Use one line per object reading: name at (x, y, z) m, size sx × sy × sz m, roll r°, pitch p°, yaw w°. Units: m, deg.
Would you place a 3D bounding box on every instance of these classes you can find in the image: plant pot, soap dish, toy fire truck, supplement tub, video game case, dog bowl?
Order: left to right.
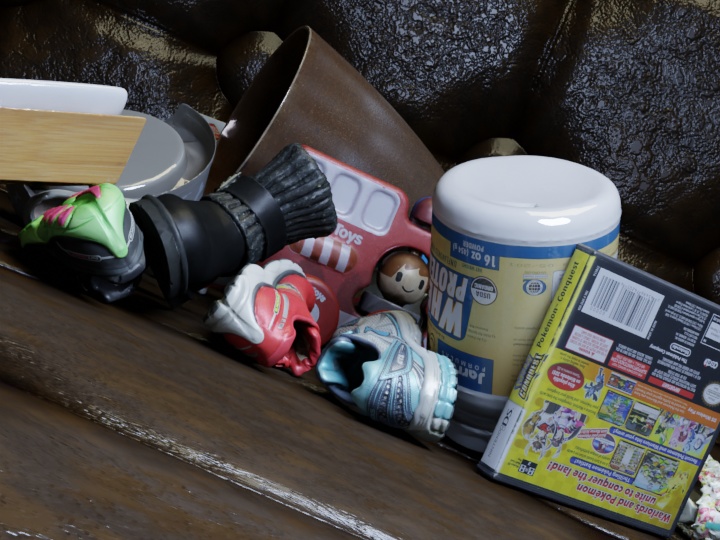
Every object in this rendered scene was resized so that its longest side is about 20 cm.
soap dish at (-0.290, -0.106, 1.526) m, size 0.199 × 0.082 × 0.157 m, roll 1°, pitch 1°, yaw -36°
dog bowl at (-0.229, -0.092, 1.762) m, size 0.198 × 0.059 × 0.201 m, roll 3°, pitch 34°, yaw -2°
plant pot at (-0.018, -0.094, 1.813) m, size 0.199 × 0.188 × 0.187 m, roll 31°, pitch 0°, yaw -16°
toy fire truck at (0.000, 0.000, 1.715) m, size 0.199 × 0.169 × 0.112 m, roll 23°, pitch 3°, yaw -12°
supplement tub at (0.123, 0.026, 1.502) m, size 0.143 × 0.202 × 0.145 m, roll 1°, pitch 22°, yaw 0°
video game case at (0.199, 0.094, 1.466) m, size 0.199 × 0.182 × 0.025 m, roll 21°, pitch 4°, yaw -36°

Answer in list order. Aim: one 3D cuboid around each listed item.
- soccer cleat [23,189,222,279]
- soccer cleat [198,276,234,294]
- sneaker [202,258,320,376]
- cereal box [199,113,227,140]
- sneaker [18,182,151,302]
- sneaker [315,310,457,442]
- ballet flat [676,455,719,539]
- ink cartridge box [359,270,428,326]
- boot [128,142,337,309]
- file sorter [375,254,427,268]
soccer cleat at (-0.183, -0.029, 1.628) m, size 0.198 × 0.070 × 0.078 m, roll 8°, pitch 0°, yaw -2°
soccer cleat at (-0.123, -0.015, 1.832) m, size 0.199 × 0.086 × 0.068 m, roll 22°, pitch 3°, yaw -35°
sneaker at (-0.065, 0.046, 1.531) m, size 0.085 × 0.077 × 0.200 m, roll 43°, pitch 10°, yaw 6°
cereal box at (-0.120, -0.059, 1.995) m, size 0.201 × 0.039 × 0.144 m, roll 64°, pitch 9°, yaw 6°
sneaker at (-0.204, -0.014, 1.467) m, size 0.084 × 0.076 × 0.200 m, roll 60°, pitch -11°, yaw -7°
sneaker at (0.004, 0.067, 1.487) m, size 0.086 × 0.078 × 0.200 m, roll 16°, pitch 4°, yaw -21°
ballet flat at (0.265, 0.180, 1.604) m, size 0.063 × 0.076 × 0.200 m, roll 6°, pitch 4°, yaw -15°
ink cartridge box at (0.103, 0.082, 1.911) m, size 0.199 × 0.084 × 0.146 m, roll 24°, pitch 3°, yaw 35°
boot at (-0.095, -0.042, 1.524) m, size 0.080 × 0.157 × 0.211 m, roll 65°, pitch -6°, yaw 3°
file sorter at (0.076, -0.043, 1.952) m, size 0.198 × 0.124 × 0.139 m, roll 21°, pitch 1°, yaw 0°
